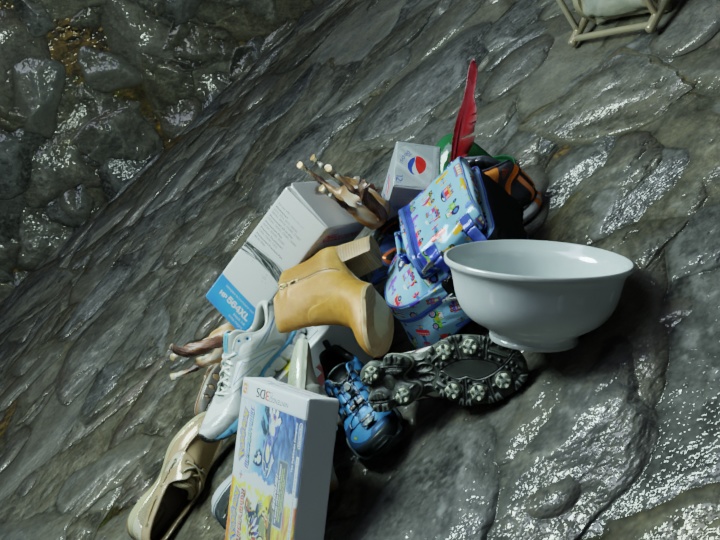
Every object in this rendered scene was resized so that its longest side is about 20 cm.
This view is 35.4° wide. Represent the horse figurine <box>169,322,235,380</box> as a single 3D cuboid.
[{"bbox_3d":[-0.196,0.100,1.565,0.131,0.051,0.200,-26,-1,9],"label":"horse figurine"}]

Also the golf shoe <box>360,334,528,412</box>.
[{"bbox_3d":[0.099,0.109,1.264,0.197,0.079,0.088,-8,2,27],"label":"golf shoe"}]

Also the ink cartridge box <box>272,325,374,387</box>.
[{"bbox_3d":[-0.082,0.128,1.520,0.200,0.084,0.145,-44,22,-3],"label":"ink cartridge box"}]

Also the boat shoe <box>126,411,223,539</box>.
[{"bbox_3d":[-0.239,0.288,1.536,0.064,0.071,0.202,7,62,53],"label":"boat shoe"}]

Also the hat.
[{"bbox_3d":[0.111,-0.169,1.589,0.200,0.176,0.166,-44,22,-3],"label":"hat"}]

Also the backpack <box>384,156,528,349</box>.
[{"bbox_3d":[0.103,-0.012,1.383,0.199,0.134,0.184,-40,28,24],"label":"backpack"}]

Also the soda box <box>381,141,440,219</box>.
[{"bbox_3d":[0.064,-0.099,1.550,0.200,0.062,0.069,106,170,-68],"label":"soda box"}]

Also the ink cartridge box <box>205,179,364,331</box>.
[{"bbox_3d":[-0.097,-0.019,1.531,0.201,0.084,0.146,-50,-13,22],"label":"ink cartridge box"}]

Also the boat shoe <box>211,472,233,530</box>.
[{"bbox_3d":[-0.106,0.242,1.397,0.201,0.068,0.057,-51,27,-1],"label":"boat shoe"}]

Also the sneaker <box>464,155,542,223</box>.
[{"bbox_3d":[0.132,-0.082,1.491,0.199,0.112,0.078,-35,23,18],"label":"sneaker"}]

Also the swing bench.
[{"bbox_3d":[0.400,-0.453,1.674,0.200,0.130,0.198,-44,22,-16],"label":"swing bench"}]

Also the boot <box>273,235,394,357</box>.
[{"bbox_3d":[-0.038,0.051,1.360,0.142,0.071,0.203,-25,38,18],"label":"boot"}]

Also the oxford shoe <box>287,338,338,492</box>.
[{"bbox_3d":[-0.057,0.179,1.347,0.075,0.057,0.203,109,158,-61],"label":"oxford shoe"}]

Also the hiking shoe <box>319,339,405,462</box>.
[{"bbox_3d":[-0.009,0.158,1.345,0.074,0.087,0.200,-42,23,1],"label":"hiking shoe"}]

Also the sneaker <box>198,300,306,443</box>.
[{"bbox_3d":[-0.156,0.124,1.434,0.074,0.087,0.201,-5,46,52],"label":"sneaker"}]

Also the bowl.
[{"bbox_3d":[0.185,0.030,1.191,0.197,0.092,0.201,2,13,0],"label":"bowl"}]

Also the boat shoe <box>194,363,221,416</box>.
[{"bbox_3d":[-0.195,0.157,1.686,0.071,0.076,0.201,-32,18,41],"label":"boat shoe"}]

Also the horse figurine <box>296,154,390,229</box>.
[{"bbox_3d":[-0.007,-0.098,1.461,0.050,0.132,0.200,-56,23,4],"label":"horse figurine"}]

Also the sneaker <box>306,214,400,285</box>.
[{"bbox_3d":[0.000,0.000,1.487,0.198,0.076,0.079,-24,-18,-15],"label":"sneaker"}]

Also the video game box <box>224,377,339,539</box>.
[{"bbox_3d":[-0.093,0.232,1.278,0.182,0.046,0.204,4,87,63],"label":"video game box"}]
